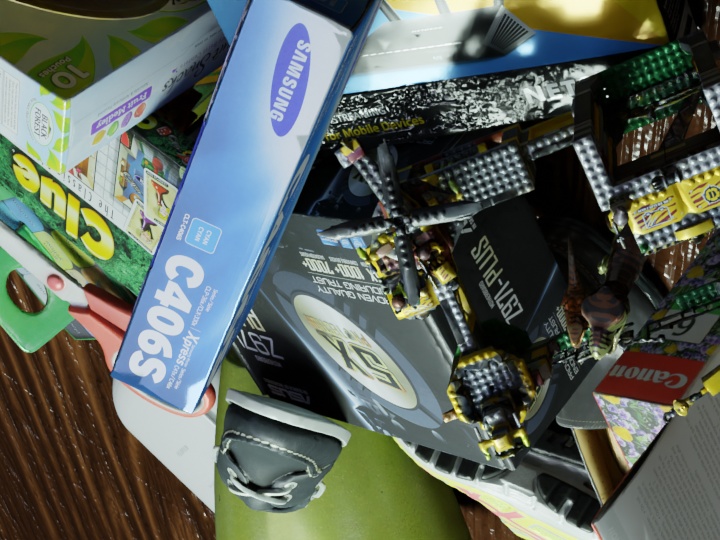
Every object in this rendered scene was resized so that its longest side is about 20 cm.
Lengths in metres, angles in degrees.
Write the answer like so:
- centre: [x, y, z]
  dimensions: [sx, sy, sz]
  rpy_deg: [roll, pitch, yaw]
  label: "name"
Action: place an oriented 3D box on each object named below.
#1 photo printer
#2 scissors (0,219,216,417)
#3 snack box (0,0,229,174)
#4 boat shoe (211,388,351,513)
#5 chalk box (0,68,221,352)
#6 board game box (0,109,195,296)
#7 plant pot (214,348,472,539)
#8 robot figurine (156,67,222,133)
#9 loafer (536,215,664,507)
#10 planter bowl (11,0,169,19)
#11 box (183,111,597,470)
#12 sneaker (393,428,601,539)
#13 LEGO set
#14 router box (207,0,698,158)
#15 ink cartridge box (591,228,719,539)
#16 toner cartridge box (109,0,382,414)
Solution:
- centre: [-0.115, 0.129, 1.277]
  dimensions: [0.200, 0.069, 0.166]
  rpy_deg: [44, 152, -2]
  label: "photo printer"
- centre: [-0.165, 0.018, 0.890]
  dimensions: [0.199, 0.014, 0.073]
  rpy_deg: [28, 128, -3]
  label: "scissors"
- centre: [-0.131, -0.146, 0.784]
  dimensions: [0.142, 0.200, 0.053]
  rpy_deg: [35, 138, 15]
  label: "snack box"
- centre: [-0.048, 0.110, 0.906]
  dimensions: [0.075, 0.061, 0.200]
  rpy_deg: [20, 170, 7]
  label: "boat shoe"
- centre: [-0.146, -0.039, 0.953]
  dimensions: [0.123, 0.200, 0.125]
  rpy_deg: [-5, 127, 54]
  label: "chalk box"
- centre: [-0.146, -0.061, 0.810]
  dimensions: [0.200, 0.023, 0.105]
  rpy_deg: [36, 140, 21]
  label: "board game box"
- centre: [-0.028, 0.134, 1.088]
  dimensions: [0.186, 0.187, 0.201]
  rpy_deg: [10, 121, 46]
  label: "plant pot"
- centre: [-0.160, -0.159, 0.884]
  dimensions: [0.199, 0.145, 0.058]
  rpy_deg: [31, 145, 4]
  label: "robot figurine"
- centre: [0.136, 0.061, 0.860]
  dimensions: [0.073, 0.072, 0.201]
  rpy_deg: [3, 132, 52]
  label: "loafer"
- centre: [-0.155, -0.199, 0.682]
  dimensions: [0.200, 0.200, 0.084]
  rpy_deg: [37, 116, 12]
  label: "planter bowl"
- centre: [0.000, 0.000, 0.820]
  dimensions: [0.199, 0.086, 0.164]
  rpy_deg: [12, 140, 46]
  label: "box"
- centre: [0.094, 0.129, 1.005]
  dimensions: [0.199, 0.078, 0.091]
  rpy_deg: [32, 156, 24]
  label: "sneaker"
- centre: [0.093, -0.003, 0.622]
  dimensions: [0.199, 0.116, 0.155]
  rpy_deg: [-13, 107, 13]
  label: "LEGO set"
- centre: [0.030, -0.133, 0.686]
  dimensions: [0.199, 0.051, 0.150]
  rpy_deg: [-8, 126, 28]
  label: "router box"
- centre: [0.158, 0.073, 0.712]
  dimensions: [0.050, 0.200, 0.109]
  rpy_deg: [7, 135, 47]
  label: "ink cartridge box"
- centre: [-0.045, -0.044, 0.669]
  dimensions: [0.043, 0.095, 0.201]
  rpy_deg: [24, 123, -1]
  label: "toner cartridge box"
